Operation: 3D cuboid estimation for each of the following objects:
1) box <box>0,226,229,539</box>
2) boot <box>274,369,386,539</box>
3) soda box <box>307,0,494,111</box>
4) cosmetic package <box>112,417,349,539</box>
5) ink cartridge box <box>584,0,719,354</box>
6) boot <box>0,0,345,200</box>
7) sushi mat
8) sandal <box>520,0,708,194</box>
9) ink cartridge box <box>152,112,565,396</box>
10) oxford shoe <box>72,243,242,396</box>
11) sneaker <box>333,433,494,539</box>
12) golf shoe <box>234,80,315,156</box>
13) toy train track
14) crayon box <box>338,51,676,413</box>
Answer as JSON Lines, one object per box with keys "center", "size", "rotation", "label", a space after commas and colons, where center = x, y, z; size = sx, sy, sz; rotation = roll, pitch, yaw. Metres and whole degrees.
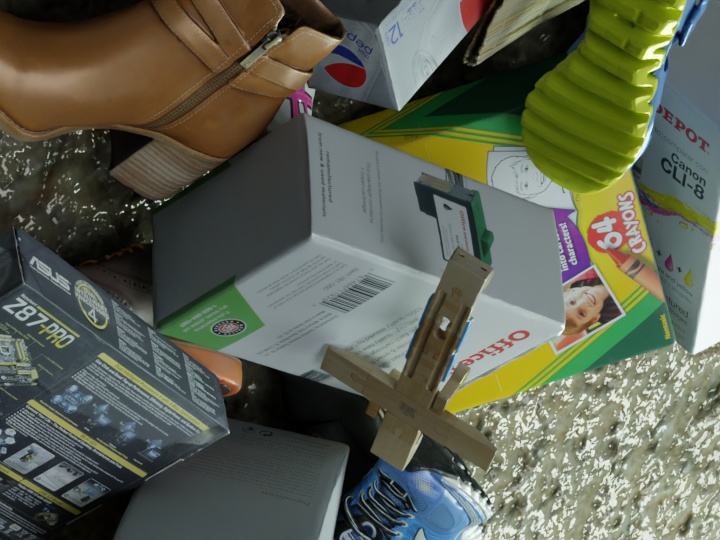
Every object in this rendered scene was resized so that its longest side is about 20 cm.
{"center": [-0.195, 0.073, 1.609], "size": [0.161, 0.049, 0.200], "rotation": [-29, 140, 20], "label": "box"}
{"center": [-0.039, 0.116, 1.811], "size": [0.138, 0.077, 0.200], "rotation": [-48, 136, -1], "label": "boot"}
{"center": [0.042, -0.181, 1.661], "size": [0.200, 0.068, 0.064], "rotation": [-50, 141, -35], "label": "soda box"}
{"center": [-0.093, 0.223, 1.717], "size": [0.122, 0.200, 0.200], "rotation": [11, 113, 2], "label": "cosmetic package"}
{"center": [0.233, -0.083, 1.849], "size": [0.144, 0.145, 0.201], "rotation": [-26, 142, -27], "label": "ink cartridge box"}
{"center": [-0.119, -0.125, 1.530], "size": [0.155, 0.077, 0.200], "rotation": [-38, 128, 26], "label": "boot"}
{"center": [0.146, -0.190, 1.699], "size": [0.200, 0.012, 0.096], "rotation": [-30, 157, -34], "label": "sushi mat"}
{"center": [0.158, -0.129, 1.657], "size": [0.087, 0.079, 0.201], "rotation": [-41, 162, -48], "label": "sandal"}
{"center": [0.000, 0.000, 1.642], "size": [0.199, 0.085, 0.146], "rotation": [19, 145, -38], "label": "ink cartridge box"}
{"center": [-0.152, 0.016, 1.667], "size": [0.199, 0.071, 0.073], "rotation": [23, 66, -40], "label": "oxford shoe"}
{"center": [0.029, 0.153, 1.785], "size": [0.089, 0.079, 0.200], "rotation": [-32, 160, -10], "label": "sneaker"}
{"center": [-0.050, -0.110, 1.662], "size": [0.092, 0.072, 0.201], "rotation": [-35, 133, -23], "label": "golf shoe"}
{"center": [0.043, 0.046, 1.602], "size": [0.033, 0.114, 0.200], "rotation": [-53, 170, -35], "label": "toy train track"}
{"center": [0.091, -0.021, 1.780], "size": [0.172, 0.058, 0.201], "rotation": [-18, 120, 1], "label": "crayon box"}
